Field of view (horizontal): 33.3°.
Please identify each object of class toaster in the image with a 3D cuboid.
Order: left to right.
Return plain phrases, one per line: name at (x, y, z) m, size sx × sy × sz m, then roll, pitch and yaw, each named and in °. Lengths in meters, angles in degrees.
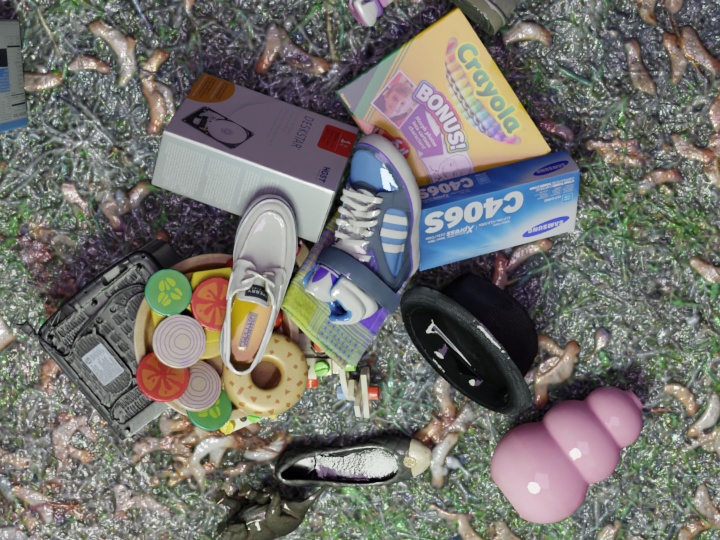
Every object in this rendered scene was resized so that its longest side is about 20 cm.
toaster at (-0.273, 0.075, 1.454) m, size 0.181 × 0.119 × 0.200 m, roll -38°, pitch 98°, yaw 8°

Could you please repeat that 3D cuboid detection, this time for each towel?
towel at (0.000, 0.000, 1.409) m, size 0.144 × 0.023 × 0.200 m, roll 47°, pitch 70°, yaw -34°

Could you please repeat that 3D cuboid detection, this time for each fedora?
fedora at (0.144, 0.075, 1.440) m, size 0.201 × 0.201 × 0.092 m, roll 49°, pitch 66°, yaw -7°

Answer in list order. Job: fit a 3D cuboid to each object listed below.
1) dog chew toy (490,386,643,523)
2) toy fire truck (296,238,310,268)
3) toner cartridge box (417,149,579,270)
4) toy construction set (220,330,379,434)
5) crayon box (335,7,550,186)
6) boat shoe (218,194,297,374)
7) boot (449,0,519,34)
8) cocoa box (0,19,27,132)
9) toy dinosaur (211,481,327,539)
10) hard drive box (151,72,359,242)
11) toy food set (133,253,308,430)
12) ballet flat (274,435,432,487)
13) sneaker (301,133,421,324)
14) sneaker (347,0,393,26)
dog chew toy at (0.258, 0.216, 1.466) m, size 0.200 × 0.125 × 0.125 m, roll -37°, pitch 98°, yaw 0°
toy fire truck at (-0.072, -0.009, 1.466) m, size 0.141 × 0.049 × 0.200 m, roll 21°, pitch 102°, yaw -4°
toner cartridge box at (0.154, -0.070, 1.401) m, size 0.200 × 0.043 × 0.095 m, roll -15°, pitch 135°, yaw -11°
toy construction set at (-0.075, 0.134, 1.465) m, size 0.200 × 0.092 × 0.131 m, roll -1°, pitch 98°, yaw -3°
crayon box at (0.097, -0.178, 1.421) m, size 0.172 × 0.058 × 0.200 m, roll -33°, pitch 98°, yaw 8°
boat shoe at (-0.112, 0.018, 1.306) m, size 0.071 × 0.070 × 0.200 m, roll 15°, pitch 99°, yaw -11°
boot at (0.164, -0.386, 1.356) m, size 0.182 × 0.073 × 0.200 m, roll 43°, pitch 88°, yaw 0°
cocoa box at (-0.506, -0.223, 1.398) m, size 0.200 × 0.133 × 0.131 m, roll -1°, pitch 102°, yaw 2°
toy dinosaur at (-0.122, 0.311, 1.515) m, size 0.200 × 0.077 × 0.102 m, roll -36°, pitch 134°, yaw 7°
hard drive box at (-0.117, -0.132, 1.383) m, size 0.200 × 0.156 × 0.077 m, roll 19°, pitch 126°, yaw -2°
toy food set at (-0.163, 0.080, 1.375) m, size 0.198 × 0.049 × 0.200 m, roll -9°, pitch 88°, yaw -19°
ballet flat at (-0.008, 0.249, 1.509) m, size 0.200 × 0.057 × 0.067 m, roll -7°, pitch 101°, yaw 4°
sneaker at (-0.006, -0.033, 1.317) m, size 0.081 × 0.146 × 0.200 m, roll 23°, pitch 139°, yaw 35°
sneaker at (-0.009, -0.386, 1.380) m, size 0.088 × 0.080 × 0.200 m, roll -31°, pitch 103°, yaw 1°
